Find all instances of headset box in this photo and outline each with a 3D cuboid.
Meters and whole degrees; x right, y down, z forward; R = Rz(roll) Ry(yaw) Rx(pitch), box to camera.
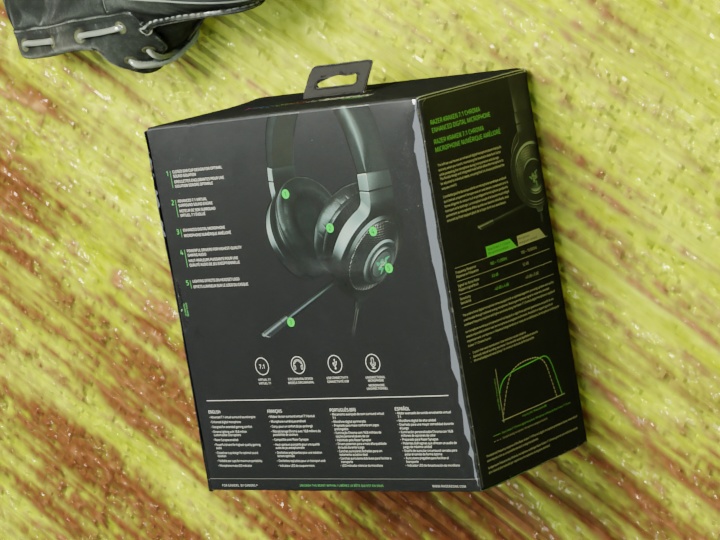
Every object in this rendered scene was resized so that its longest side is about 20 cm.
[{"bbox_3d":[0.000,0.000,1.274,0.174,0.093,0.200,-5,99,39],"label":"headset box"}]

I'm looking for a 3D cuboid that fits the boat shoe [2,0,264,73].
[{"bbox_3d":[-0.109,-0.137,1.346,0.200,0.072,0.071,6,116,47],"label":"boat shoe"}]
